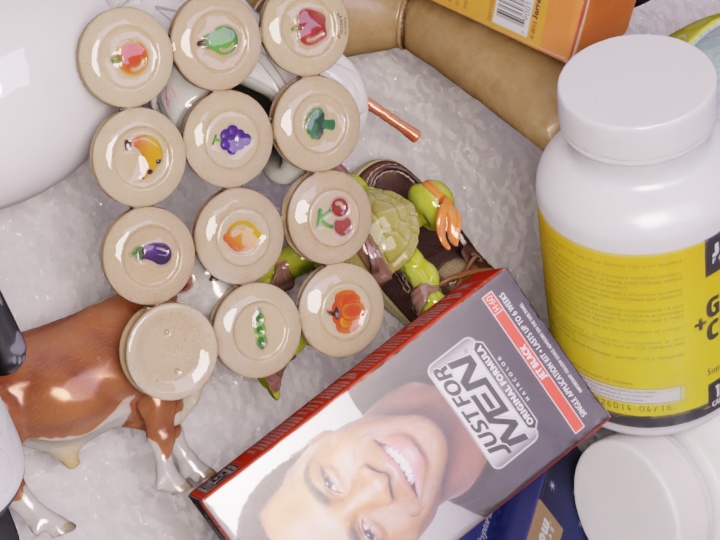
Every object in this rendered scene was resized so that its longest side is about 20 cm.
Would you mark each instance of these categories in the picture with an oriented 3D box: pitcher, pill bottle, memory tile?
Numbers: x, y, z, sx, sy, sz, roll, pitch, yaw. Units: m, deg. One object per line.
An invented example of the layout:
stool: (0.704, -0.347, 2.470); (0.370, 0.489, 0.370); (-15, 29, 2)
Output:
pitcher: (-0.219, -0.095, 0.984); (0.199, 0.121, 0.173); (-35, 142, -24)
pill bottle: (0.222, 0.106, 1.136); (0.199, 0.112, 0.114); (-19, 90, -34)
pill bottle: (0.150, -0.018, 1.039); (0.112, 0.112, 0.201); (-36, 136, -28)
memory tile: (-0.064, -0.043, 1.010); (0.152, 0.017, 0.202); (-11, 100, -23)

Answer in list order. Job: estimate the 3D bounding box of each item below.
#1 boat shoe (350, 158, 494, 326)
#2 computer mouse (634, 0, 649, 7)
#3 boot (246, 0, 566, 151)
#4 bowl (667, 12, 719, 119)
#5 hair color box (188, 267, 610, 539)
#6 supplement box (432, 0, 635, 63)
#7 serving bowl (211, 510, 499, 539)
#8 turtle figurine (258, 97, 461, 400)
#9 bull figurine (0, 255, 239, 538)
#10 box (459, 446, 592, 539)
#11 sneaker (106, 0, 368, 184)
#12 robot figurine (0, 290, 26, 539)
boat shoe: (0.063, 0.019, 1.156); (0.072, 0.072, 0.201); (-31, 95, -28)
computer mouse: (0.121, -0.198, 1.180); (0.137, 0.200, 0.053); (12, 111, -29)
boot: (0.050, -0.122, 1.110); (0.174, 0.067, 0.200); (-30, 52, -28)
bowl: (0.208, -0.060, 1.216); (0.199, 0.107, 0.203); (-3, 95, -37)
hair color box: (0.020, 0.097, 1.025); (0.199, 0.061, 0.102); (-38, 95, -11)
supplement box: (0.058, -0.189, 1.097); (0.199, 0.069, 0.066); (31, 39, 25)
serving bowl: (-0.006, 0.192, 1.094); (0.198, 0.066, 0.202); (5, 79, -26)
turtle figurine: (0.000, 0.000, 1.092); (0.161, 0.064, 0.201); (-34, 74, -8)
bull figurine: (-0.137, 0.066, 1.037); (0.198, 0.065, 0.123); (-18, 90, -11)
box: (0.121, 0.178, 1.126); (0.201, 0.032, 0.122); (54, 38, -28)
sneaker: (-0.093, -0.117, 1.061); (0.199, 0.078, 0.099); (30, 34, 5)
robot figurine: (-0.233, 0.065, 0.919); (0.124, 0.151, 0.201); (-13, 118, 11)
